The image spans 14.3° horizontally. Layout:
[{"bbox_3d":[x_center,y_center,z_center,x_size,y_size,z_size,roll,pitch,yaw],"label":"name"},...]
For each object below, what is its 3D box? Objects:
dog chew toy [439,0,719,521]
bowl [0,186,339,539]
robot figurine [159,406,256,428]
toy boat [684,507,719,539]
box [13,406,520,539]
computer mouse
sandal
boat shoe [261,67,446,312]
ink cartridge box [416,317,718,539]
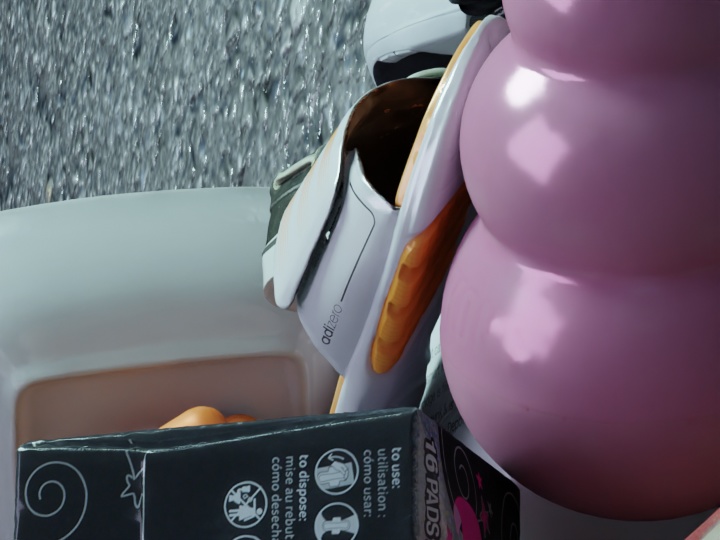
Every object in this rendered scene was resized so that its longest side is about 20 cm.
[{"bbox_3d":[0.083,-0.027,0.861,0.125,0.124,0.201,-121,24,-61],"label":"dog chew toy"},{"bbox_3d":[-0.094,0.062,1.275,0.075,0.198,0.201,-108,16,-47],"label":"bowl"},{"bbox_3d":[-0.040,0.158,1.189,0.201,0.116,0.144,63,158,17],"label":"robot figurine"},{"bbox_3d":[0.123,0.123,0.775,0.200,0.131,0.131,-48,-3,36],"label":"toy boat"},{"bbox_3d":[-0.023,0.154,0.843,0.115,0.131,0.201,40,-133,-66],"label":"box"},{"bbox_3d":[0.038,-0.116,1.144,0.110,0.044,0.200,-63,9,-23],"label":"computer mouse"},{"bbox_3d":[-0.003,0.004,0.945,0.079,0.059,0.208,-49,-19,-54],"label":"sandal"},{"bbox_3d":[0.024,-0.043,1.112,0.200,0.070,0.064,-26,59,47],"label":"boat shoe"},{"bbox_3d":[0.060,0.070,1.010,0.145,0.084,0.201,136,136,-63],"label":"ink cartridge box"}]
